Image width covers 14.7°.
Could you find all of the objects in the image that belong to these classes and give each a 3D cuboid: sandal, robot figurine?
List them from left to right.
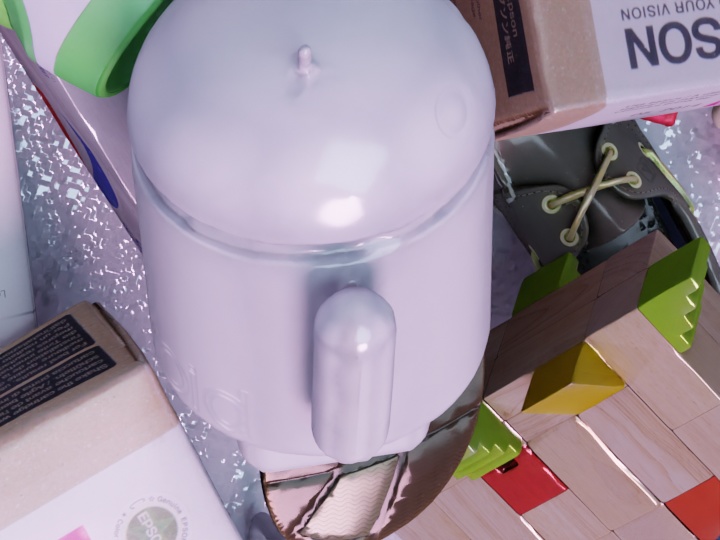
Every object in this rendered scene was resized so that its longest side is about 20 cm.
[{"bbox_3d":[-0.014,-0.021,0.881,0.112,0.170,0.200,-11,138,-8],"label":"robot figurine"},{"bbox_3d":[0.000,0.000,1.004,0.081,0.055,0.201,-1,93,-13],"label":"sandal"}]

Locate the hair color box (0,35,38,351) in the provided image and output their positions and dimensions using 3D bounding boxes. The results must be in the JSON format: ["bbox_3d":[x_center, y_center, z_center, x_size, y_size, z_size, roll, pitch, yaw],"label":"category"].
[{"bbox_3d":[-0.171,0.003,0.993,0.100,0.061,0.201,-12,112,-20],"label":"hair color box"}]

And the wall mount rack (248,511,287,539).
[{"bbox_3d":[-0.069,0.196,1.105,0.199,0.075,0.174,-17,111,-17],"label":"wall mount rack"}]

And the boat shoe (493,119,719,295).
[{"bbox_3d":[0.094,-0.023,1.100,0.072,0.060,0.202,-38,116,-8],"label":"boat shoe"}]

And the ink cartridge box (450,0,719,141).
[{"bbox_3d":[0.127,-0.145,1.033,0.199,0.075,0.166,-10,89,-24],"label":"ink cartridge box"}]

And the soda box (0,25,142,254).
[{"bbox_3d":[-0.074,-0.063,1.011,0.068,0.063,0.200,-37,119,-10],"label":"soda box"}]

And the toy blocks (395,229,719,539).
[{"bbox_3d":[0.096,0.079,1.065,0.200,0.100,0.137,-32,112,34],"label":"toy blocks"}]

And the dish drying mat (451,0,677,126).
[{"bbox_3d":[0.040,-0.118,1.045,0.199,0.018,0.077,17,72,-21],"label":"dish drying mat"}]

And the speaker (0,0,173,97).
[{"bbox_3d":[-0.131,-0.148,0.894,0.200,0.088,0.088,43,88,4],"label":"speaker"}]

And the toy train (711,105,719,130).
[{"bbox_3d":[0.200,0.017,1.112,0.150,0.201,0.056,15,139,-28],"label":"toy train"}]

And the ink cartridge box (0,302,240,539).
[{"bbox_3d":[-0.112,0.140,0.979,0.164,0.075,0.201,-31,114,-10],"label":"ink cartridge box"}]
